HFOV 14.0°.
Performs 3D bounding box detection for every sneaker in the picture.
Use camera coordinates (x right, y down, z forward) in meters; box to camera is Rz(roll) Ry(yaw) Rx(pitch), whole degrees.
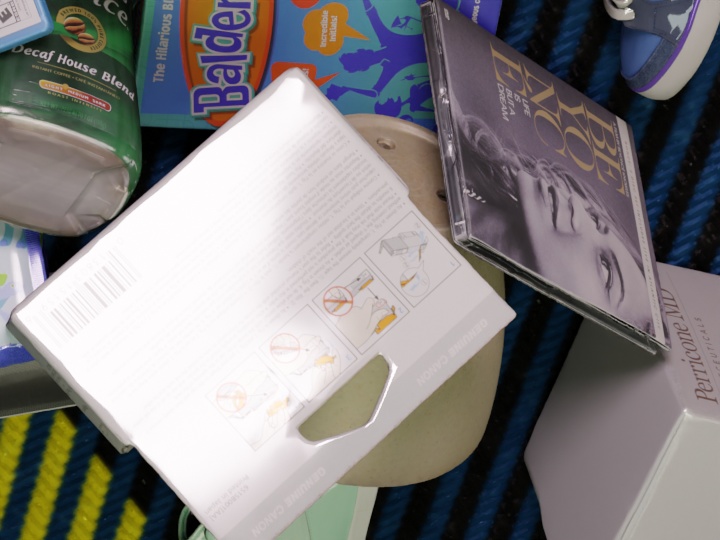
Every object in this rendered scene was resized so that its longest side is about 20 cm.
[{"bbox_3d":[-0.061,0.182,1.816,0.118,0.074,0.201,0,114,-19],"label":"sneaker"},{"bbox_3d":[0.130,-0.194,1.598,0.146,0.081,0.200,8,120,-16],"label":"sneaker"}]

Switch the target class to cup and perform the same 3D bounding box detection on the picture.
[{"bbox_3d":[0.000,0.000,1.621,0.200,0.200,0.143,10,128,-17],"label":"cup"}]

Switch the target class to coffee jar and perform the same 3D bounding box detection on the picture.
[{"bbox_3d":[-0.164,-0.120,1.521,0.104,0.200,0.085,17,136,-22],"label":"coffee jar"}]

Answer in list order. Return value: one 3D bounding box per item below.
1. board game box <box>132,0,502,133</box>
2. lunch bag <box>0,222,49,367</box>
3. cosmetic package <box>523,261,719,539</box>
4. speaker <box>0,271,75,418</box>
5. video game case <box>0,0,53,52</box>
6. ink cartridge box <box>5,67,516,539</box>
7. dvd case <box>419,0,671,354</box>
[{"bbox_3d":[-0.024,-0.149,1.620,0.200,0.045,0.152,2,123,-12],"label":"board game box"},{"bbox_3d":[-0.252,-0.017,1.566,0.170,0.200,0.127,-11,137,-5],"label":"lunch bag"},{"bbox_3d":[0.231,0.118,1.774,0.200,0.167,0.166,12,121,-19],"label":"cosmetic package"},{"bbox_3d":[-0.233,0.049,1.693,0.200,0.081,0.081,-9,125,-4],"label":"speaker"},{"bbox_3d":[-0.268,-0.149,1.444,0.200,0.018,0.143,-21,89,4],"label":"video game case"},{"bbox_3d":[-0.050,0.024,1.500,0.200,0.044,0.174,-42,90,-14],"label":"ink cartridge box"},{"bbox_3d":[0.104,-0.049,1.617,0.016,0.149,0.200,-24,148,29],"label":"dvd case"}]
